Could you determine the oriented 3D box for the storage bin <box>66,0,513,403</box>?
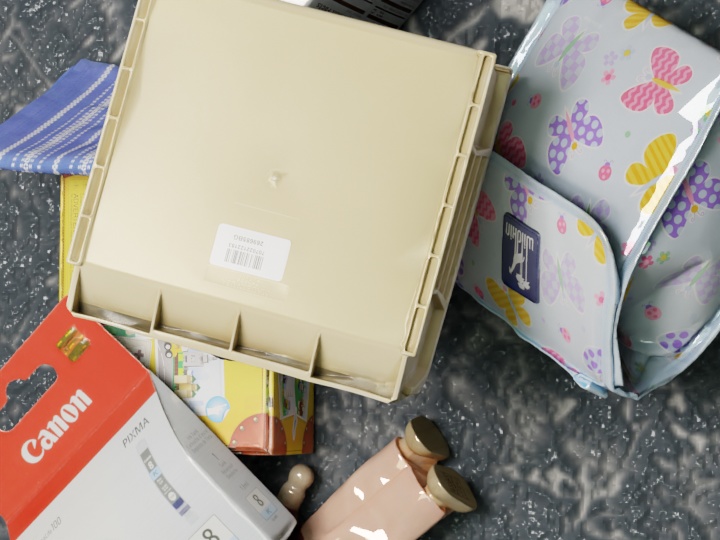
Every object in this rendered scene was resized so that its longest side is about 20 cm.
[{"bbox_3d":[-0.040,-0.046,1.199,0.200,0.094,0.199,15,89,7],"label":"storage bin"}]

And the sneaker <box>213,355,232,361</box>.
[{"bbox_3d":[0.000,0.000,1.310,0.116,0.076,0.200,45,70,-20],"label":"sneaker"}]

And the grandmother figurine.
[{"bbox_3d":[-0.021,0.181,1.356,0.200,0.061,0.121,-38,48,17],"label":"grandmother figurine"}]

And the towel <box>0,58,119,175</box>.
[{"bbox_3d":[-0.130,-0.096,1.356,0.200,0.145,0.024,3,119,28],"label":"towel"}]

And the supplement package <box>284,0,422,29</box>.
[{"bbox_3d":[-0.019,-0.268,1.326,0.191,0.147,0.200,45,102,16],"label":"supplement package"}]

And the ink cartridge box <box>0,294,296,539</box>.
[{"bbox_3d":[-0.162,0.139,1.338,0.200,0.047,0.160,45,116,2],"label":"ink cartridge box"}]

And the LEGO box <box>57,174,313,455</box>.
[{"bbox_3d":[-0.109,0.016,1.382,0.149,0.077,0.200,0,87,20],"label":"LEGO box"}]

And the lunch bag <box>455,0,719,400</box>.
[{"bbox_3d":[0.144,-0.045,1.242,0.170,0.127,0.200,42,106,48],"label":"lunch bag"}]
